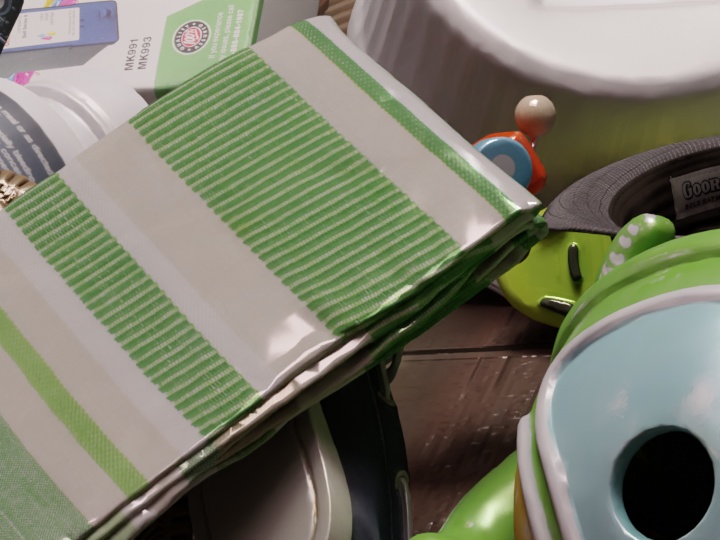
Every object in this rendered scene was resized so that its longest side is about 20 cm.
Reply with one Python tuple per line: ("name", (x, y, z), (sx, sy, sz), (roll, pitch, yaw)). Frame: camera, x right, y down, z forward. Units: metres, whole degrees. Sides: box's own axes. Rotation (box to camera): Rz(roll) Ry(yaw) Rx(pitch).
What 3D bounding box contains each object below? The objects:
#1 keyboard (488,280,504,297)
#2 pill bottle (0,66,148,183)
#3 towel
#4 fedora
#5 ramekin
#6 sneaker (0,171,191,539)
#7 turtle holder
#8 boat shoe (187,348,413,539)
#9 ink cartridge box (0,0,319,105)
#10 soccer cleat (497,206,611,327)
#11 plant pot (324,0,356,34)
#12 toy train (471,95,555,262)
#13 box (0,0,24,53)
("keyboard", (0.088, -0.069, 1.154), (0.056, 0.011, 0.200), (26, 55, 12))
("pill bottle", (-0.174, -0.014, 1.093), (0.119, 0.120, 0.200), (9, 26, 40))
("towel", (-0.057, 0.007, 0.840), (0.200, 0.023, 0.153), (-37, 47, -9))
("fedora", (0.155, 0.009, 0.936), (0.176, 0.091, 0.200), (-2, 14, 13))
("ramekin", (0.098, -0.113, 1.120), (0.200, 0.098, 0.201), (4, 55, -6))
("sneaker", (-0.111, 0.071, 0.914), (0.071, 0.113, 0.200), (-7, 47, -21))
("turtle holder", (0.094, 0.063, 0.742), (0.185, 0.141, 0.132), (11, 41, 18))
("boat shoe", (-0.019, 0.037, 0.861), (0.075, 0.062, 0.200), (-36, 43, 19))
("ink cartridge box", (-0.133, -0.108, 1.316), (0.199, 0.088, 0.146), (-5, 48, 15))
("soccer cleat", (0.152, -0.011, 1.067), (0.199, 0.065, 0.084), (-14, -10, -3))
("plant pot", (0.055, -0.128, 1.281), (0.200, 0.093, 0.201), (-19, 4, 1))
("toy train", (0.000, 0.000, 0.992), (0.150, 0.056, 0.200), (-35, 9, -15))
("box", (-0.219, -0.033, 0.938), (0.160, 0.044, 0.200), (-16, 36, 27))
